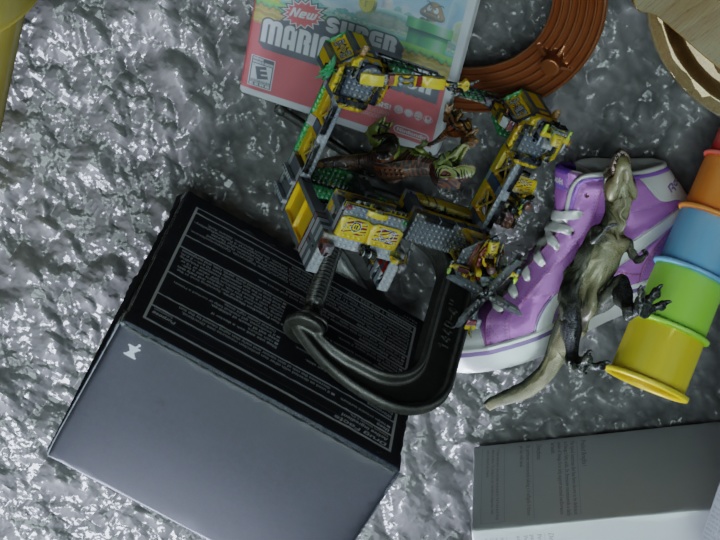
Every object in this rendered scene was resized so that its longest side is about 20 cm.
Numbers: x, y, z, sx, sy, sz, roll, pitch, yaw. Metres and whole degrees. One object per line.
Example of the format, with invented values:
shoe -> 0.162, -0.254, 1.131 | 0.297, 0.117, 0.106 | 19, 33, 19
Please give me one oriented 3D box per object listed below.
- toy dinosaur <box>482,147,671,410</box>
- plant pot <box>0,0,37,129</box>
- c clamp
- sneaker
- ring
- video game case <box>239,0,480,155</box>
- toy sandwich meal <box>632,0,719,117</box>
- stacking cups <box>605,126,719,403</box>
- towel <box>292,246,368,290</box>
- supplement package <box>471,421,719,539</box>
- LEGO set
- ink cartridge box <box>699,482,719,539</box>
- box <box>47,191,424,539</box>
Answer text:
toy dinosaur -> 0.149, 0.024, 1.240 | 0.047, 0.088, 0.201 | 20, 105, -27
plant pot -> -0.295, -0.165, 1.204 | 0.200, 0.201, 0.189 | 7, 132, 1
c clamp -> 0.000, 0.000, 1.259 | 0.170, 0.200, 0.027 | 25, 138, -17
sneaker -> 0.131, -0.013, 1.307 | 0.200, 0.073, 0.115 | -26, 108, 4
ring -> 0.059, -0.182, 1.219 | 0.200, 0.019, 0.201 | 12, 131, 14
video game case -> 0.004, -0.175, 1.221 | 0.142, 0.017, 0.200 | 19, 132, 6
toy sandwich meal -> 0.263, -0.169, 1.173 | 0.204, 0.070, 0.206 | 4, 117, 9
stacking cups -> 0.224, -0.016, 1.248 | 0.060, 0.061, 0.201 | 24, 87, -7
towel -> -0.068, 0.073, 1.385 | 0.200, 0.031, 0.149 | -28, 108, 18
supplement package -> 0.185, 0.193, 1.371 | 0.199, 0.117, 0.118 | -6, 115, 8
LEGO set -> 0.044, -0.052, 1.198 | 0.200, 0.116, 0.154 | 23, 114, -28
ink cartridge box -> 0.330, 0.127, 1.290 | 0.199, 0.041, 0.201 | 9, 101, -36
box -> -0.076, 0.077, 1.261 | 0.200, 0.199, 0.123 | 29, 115, -6
